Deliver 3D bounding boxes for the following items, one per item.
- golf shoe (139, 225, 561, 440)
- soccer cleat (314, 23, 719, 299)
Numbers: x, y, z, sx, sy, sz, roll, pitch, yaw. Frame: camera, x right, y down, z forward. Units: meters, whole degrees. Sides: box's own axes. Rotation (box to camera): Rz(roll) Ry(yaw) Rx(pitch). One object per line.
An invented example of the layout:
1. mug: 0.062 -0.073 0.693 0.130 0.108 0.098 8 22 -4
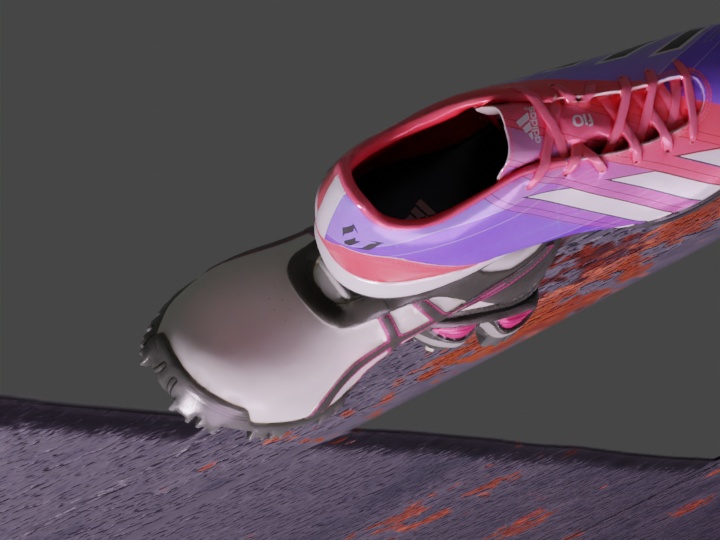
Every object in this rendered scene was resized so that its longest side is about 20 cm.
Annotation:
1. golf shoe: 0.000 0.000 1.119 0.200 0.077 0.088 -22 156 -39
2. soccer cleat: 0.078 -0.048 1.060 0.199 0.068 0.073 -20 162 -7
